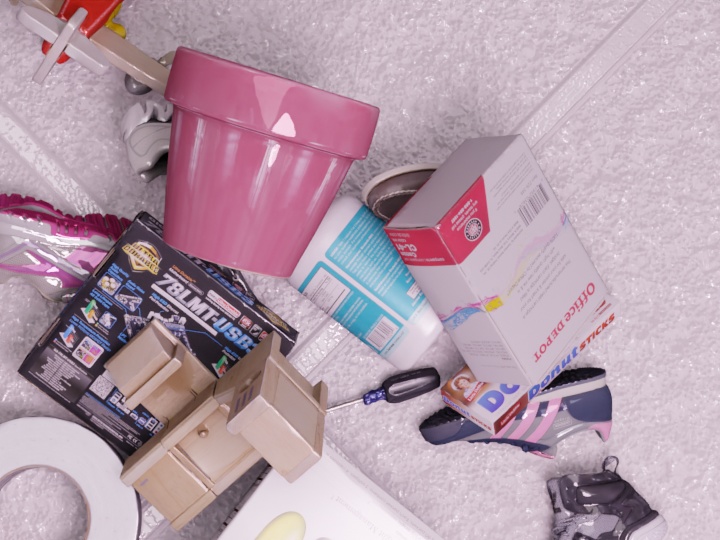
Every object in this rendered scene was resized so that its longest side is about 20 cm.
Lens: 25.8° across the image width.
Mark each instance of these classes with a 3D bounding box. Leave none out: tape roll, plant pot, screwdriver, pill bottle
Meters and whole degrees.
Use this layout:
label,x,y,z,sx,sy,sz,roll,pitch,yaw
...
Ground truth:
label,x,y,z,sx,sy,sz,roll,pitch,yaw
tape roll,-0.315,0.244,1.541,0.199,0.066,0.201,1,82,-5
plant pot,-0.100,-0.096,1.470,0.199,0.200,0.180,17,95,-3
screwdriver,-0.012,0.139,1.601,0.199,0.028,0.029,-20,57,-11
pill bottle,0.000,0.000,1.580,0.200,0.111,0.111,39,81,0

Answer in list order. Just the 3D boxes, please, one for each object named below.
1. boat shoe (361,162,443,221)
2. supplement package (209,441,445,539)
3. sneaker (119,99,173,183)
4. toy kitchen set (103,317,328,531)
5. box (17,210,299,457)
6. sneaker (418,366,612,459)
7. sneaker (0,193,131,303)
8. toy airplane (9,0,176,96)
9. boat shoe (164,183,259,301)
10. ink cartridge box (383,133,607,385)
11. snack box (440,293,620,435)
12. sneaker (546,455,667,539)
label,x,y,z,sx,sy,sz,roll,pitch,yaw
boat shoe,0.097,-0.061,1.588,0.199,0.072,0.060,4,53,-29
supplement package,-0.047,0.289,1.520,0.191,0.147,0.200,38,80,0
sneaker,-0.140,-0.121,1.583,0.199,0.075,0.081,-2,48,-13
toy kitchen set,-0.158,0.142,1.435,0.200,0.181,0.163,-42,102,11
box,-0.196,0.079,1.536,0.200,0.050,0.199,37,101,-9
sneaker,0.162,0.161,1.598,0.199,0.070,0.082,-14,100,1
sneaker,-0.283,-0.010,1.575,0.199,0.081,0.089,15,108,-13
toy airplane,-0.281,-0.246,1.570,0.198,0.141,0.201,-8,67,-38
boat shoe,-0.134,-0.004,1.586,0.066,0.075,0.200,-24,86,-10
ink cartridge box,0.133,-0.009,1.516,0.148,0.085,0.200,-47,119,-30
snack box,0.173,0.081,1.586,0.072,0.024,0.200,32,59,33
sneaker,0.204,0.271,1.585,0.200,0.075,0.114,-32,86,-14
